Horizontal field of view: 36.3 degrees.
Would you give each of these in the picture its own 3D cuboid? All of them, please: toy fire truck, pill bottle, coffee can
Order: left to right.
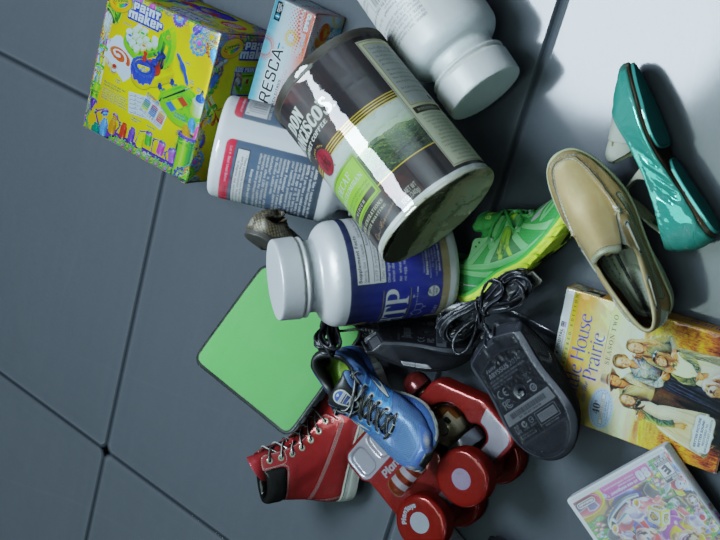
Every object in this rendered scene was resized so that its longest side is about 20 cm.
[{"bbox_3d":[-0.070,-0.123,1.283,0.198,0.120,0.121,14,109,-3],"label":"pill bottle"},{"bbox_3d":[0.000,0.000,1.231,0.120,0.198,0.121,174,90,-75],"label":"pill bottle"},{"bbox_3d":[0.024,-0.131,1.153,0.201,0.146,0.146,53,122,17],"label":"coffee can"},{"bbox_3d":[0.086,0.211,1.273,0.168,0.112,0.201,47,119,18],"label":"toy fire truck"},{"bbox_3d":[0.082,-0.270,1.194,0.114,0.114,0.201,-42,74,32],"label":"pill bottle"}]

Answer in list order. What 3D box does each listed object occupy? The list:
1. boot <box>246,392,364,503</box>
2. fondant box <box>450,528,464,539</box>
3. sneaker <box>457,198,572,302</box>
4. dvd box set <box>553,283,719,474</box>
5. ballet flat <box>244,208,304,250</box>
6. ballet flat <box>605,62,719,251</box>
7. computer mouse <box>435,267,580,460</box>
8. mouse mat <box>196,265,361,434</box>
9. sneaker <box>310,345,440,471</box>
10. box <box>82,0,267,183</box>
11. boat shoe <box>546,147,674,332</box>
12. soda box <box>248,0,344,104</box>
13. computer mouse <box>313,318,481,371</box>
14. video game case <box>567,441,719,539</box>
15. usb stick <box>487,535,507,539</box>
[{"bbox_3d":[-0.064,0.195,1.353,0.072,0.143,0.202,-140,56,-60],"label":"boot"},{"bbox_3d":[0.120,0.405,1.263,0.200,0.144,0.058,49,120,18],"label":"fondant box"},{"bbox_3d":[0.165,-0.036,1.200,0.200,0.074,0.084,-39,79,33],"label":"sneaker"},{"bbox_3d":[0.298,0.110,1.158,0.199,0.029,0.148,19,108,31],"label":"dvd box set"},{"bbox_3d":[-0.073,-0.022,1.314,0.067,0.200,0.047,12,73,33],"label":"ballet flat"},{"bbox_3d":[0.287,-0.108,1.105,0.070,0.067,0.201,-28,82,29],"label":"ballet flat"},{"bbox_3d":[0.179,0.106,1.187,0.138,0.053,0.201,-35,78,36],"label":"computer mouse"},{"bbox_3d":[-0.107,0.095,1.389,0.199,0.008,0.161,32,82,38],"label":"mouse mat"},{"bbox_3d":[0.008,0.156,1.240,0.200,0.089,0.079,40,111,39],"label":"sneaker"},{"bbox_3d":[-0.233,-0.242,1.416,0.199,0.122,0.194,29,114,28],"label":"box"},{"bbox_3d":[0.247,-0.030,1.087,0.071,0.076,0.201,-35,90,28],"label":"boat shoe"},{"bbox_3d":[-0.089,-0.228,1.353,0.068,0.063,0.202,31,113,27],"label":"soda box"},{"bbox_3d":[0.043,0.075,1.295,0.198,0.141,0.046,2,116,-4],"label":"computer mouse"},{"bbox_3d":[0.327,0.296,1.159,0.143,0.018,0.201,-41,80,38],"label":"video game case"},{"bbox_3d":[0.229,0.360,1.240,0.199,0.033,0.056,24,147,30],"label":"usb stick"}]
